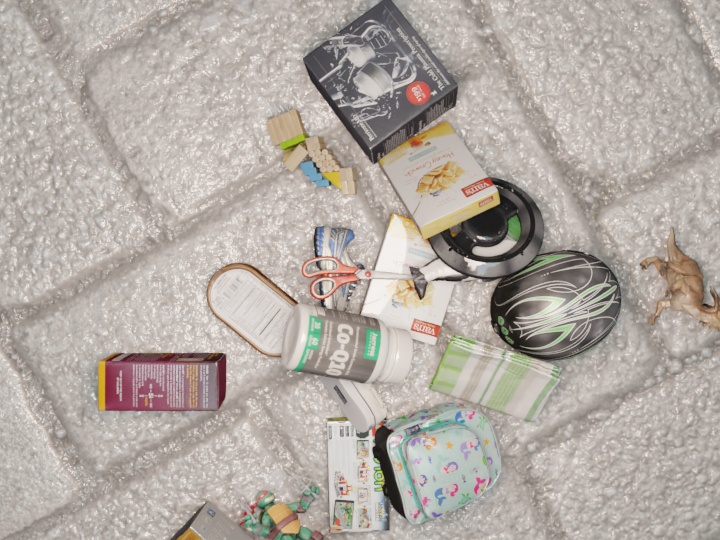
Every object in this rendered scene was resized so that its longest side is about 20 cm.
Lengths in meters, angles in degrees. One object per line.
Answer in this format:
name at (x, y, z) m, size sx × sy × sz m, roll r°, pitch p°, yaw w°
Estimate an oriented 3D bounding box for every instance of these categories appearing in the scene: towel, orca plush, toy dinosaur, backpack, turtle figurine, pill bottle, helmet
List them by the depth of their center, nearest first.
pill bottle at (-0.022, 0.126, 1.351) m, size 0.200 × 0.113 × 0.113 m, roll 12°, pitch 91°, yaw -18°
helmet at (0.334, 0.058, 1.371) m, size 0.200 × 0.191 × 0.200 m, roll 4°, pitch 82°, yaw -27°
orca plush at (0.184, 0.007, 1.387) m, size 0.200 × 0.071 × 0.105 m, roll -27°, pitch 52°, yaw -17°
backpack at (0.142, 0.322, 1.396) m, size 0.200 × 0.151 × 0.178 m, roll -17°, pitch 94°, yaw -21°
towel at (0.232, 0.194, 1.416) m, size 0.200 × 0.031 × 0.149 m, roll 16°, pitch 131°, yaw 0°
turtle figurine at (-0.128, 0.435, 1.416) m, size 0.150 × 0.101 × 0.200 m, roll -32°, pitch 65°, yaw -34°
toy dinosaur at (0.585, 0.025, 1.448) m, size 0.135 × 0.086 × 0.200 m, roll -3°, pitch 75°, yaw -13°

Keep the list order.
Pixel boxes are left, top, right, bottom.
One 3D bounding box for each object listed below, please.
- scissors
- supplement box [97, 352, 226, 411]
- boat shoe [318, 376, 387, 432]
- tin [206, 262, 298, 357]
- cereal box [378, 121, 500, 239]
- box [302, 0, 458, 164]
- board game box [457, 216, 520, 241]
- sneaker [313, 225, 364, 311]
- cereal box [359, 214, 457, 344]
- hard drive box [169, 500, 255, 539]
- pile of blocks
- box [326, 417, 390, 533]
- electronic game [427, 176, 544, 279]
scissors at (0.000, 0.000, 1.391) m, size 0.200 × 0.014 × 0.073 m, roll -11°, pitch 81°, yaw -8°
supplement box at (-0.336, 0.190, 1.396) m, size 0.200 × 0.110 × 0.086 m, roll 1°, pitch 92°, yaw -2°
boat shoe at (-0.021, 0.185, 1.431) m, size 0.066 × 0.072 × 0.200 m, roll -25°, pitch 72°, yaw -37°
tin at (-0.183, 0.071, 1.436) m, size 0.200 × 0.042 × 0.112 m, roll 39°, pitch 94°, yaw -3°
cereal box at (0.129, -0.157, 1.381) m, size 0.144 × 0.040 × 0.200 m, roll -26°, pitch 50°, yaw -2°
box at (0.035, -0.320, 1.384) m, size 0.182 × 0.104 × 0.200 m, roll -37°, pitch 82°, yaw 0°
board game box at (0.208, -0.115, 1.437) m, size 0.200 × 0.023 × 0.105 m, roll 38°, pitch 66°, yaw -2°
sneaker at (-0.030, 0.019, 1.423) m, size 0.085 × 0.077 × 0.200 m, roll -6°, pitch 92°, yaw -6°
cereal box at (0.092, 0.016, 1.435) m, size 0.144 × 0.040 × 0.200 m, roll 17°, pitch 90°, yaw -6°
hard drive box at (-0.242, 0.521, 1.399) m, size 0.200 × 0.077 × 0.156 m, roll 40°, pitch 115°, yaw -3°
pile of blocks at (-0.082, -0.196, 1.425) m, size 0.082 × 0.062 × 0.200 m, roll -45°, pitch 85°, yaw 12°
box at (-0.005, 0.364, 1.451) m, size 0.110 × 0.035 × 0.200 m, roll -1°, pitch 92°, yaw -2°
electronic game at (0.210, -0.075, 1.372) m, size 0.200 × 0.042 × 0.200 m, roll 0°, pitch 61°, yaw 0°
